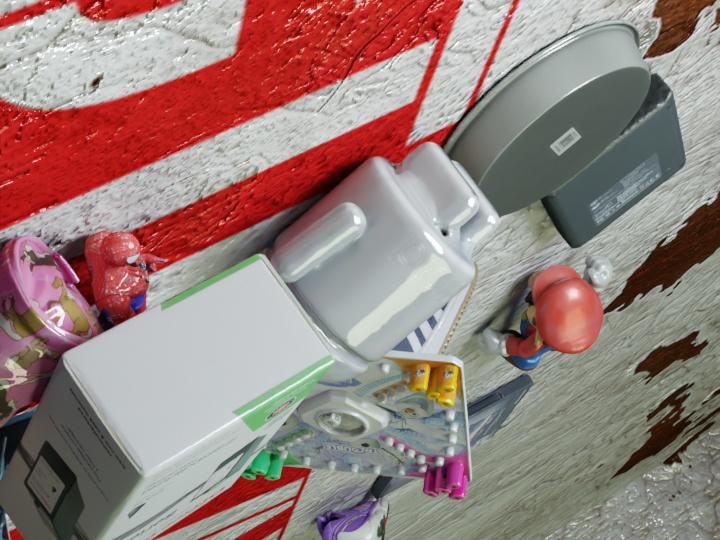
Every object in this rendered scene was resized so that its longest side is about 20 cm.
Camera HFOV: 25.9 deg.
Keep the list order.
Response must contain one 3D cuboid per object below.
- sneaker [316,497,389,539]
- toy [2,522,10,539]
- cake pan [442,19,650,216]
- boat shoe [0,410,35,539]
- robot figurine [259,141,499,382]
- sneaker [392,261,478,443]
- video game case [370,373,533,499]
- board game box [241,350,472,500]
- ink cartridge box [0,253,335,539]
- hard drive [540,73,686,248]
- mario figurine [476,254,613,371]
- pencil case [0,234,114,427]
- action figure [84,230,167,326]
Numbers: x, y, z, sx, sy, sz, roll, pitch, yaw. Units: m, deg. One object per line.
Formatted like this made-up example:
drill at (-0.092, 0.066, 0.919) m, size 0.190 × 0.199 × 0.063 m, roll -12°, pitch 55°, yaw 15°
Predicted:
sneaker at (-0.010, 0.312, 1.915) m, size 0.200 × 0.083 × 0.081 m, roll 62°, pitch 38°, yaw -82°
toy at (-0.245, 0.291, 1.215) m, size 0.047 × 0.201 × 0.115 m, roll -4°, pitch 148°, yaw -24°
cake pan at (0.146, -0.111, 1.216) m, size 0.200 × 0.037 × 0.200 m, roll -32°, pitch 160°, yaw -13°
boat shoe at (-0.283, 0.173, 1.081) m, size 0.200 × 0.069 × 0.084 m, roll -35°, pitch 161°, yaw -4°
robot figurine at (0.000, 0.000, 1.101) m, size 0.200 × 0.113 × 0.170 m, roll -40°, pitch 148°, yaw 11°
sneaker at (0.024, 0.046, 1.344) m, size 0.200 × 0.108 × 0.070 m, roll -61°, pitch 176°, yaw -37°
video game case at (0.113, 0.206, 1.937) m, size 0.200 × 0.019 × 0.143 m, roll -25°, pitch 158°, yaw -33°
board game box at (-0.015, 0.122, 1.244) m, size 0.199 × 0.026 × 0.200 m, roll 4°, pitch 146°, yaw 9°
ink cartridge box at (-0.121, 0.095, 0.936) m, size 0.146 × 0.084 × 0.200 m, roll -30°, pitch 167°, yaw -34°
hard drive at (0.226, -0.093, 1.405) m, size 0.139 × 0.033 × 0.200 m, roll -38°, pitch 161°, yaw 4°
mario figurine at (0.191, 0.037, 1.628) m, size 0.200 × 0.106 × 0.124 m, roll 114°, pitch -3°, yaw -74°
pencil case at (-0.237, 0.070, 0.901) m, size 0.200 × 0.083 × 0.086 m, roll -41°, pitch 149°, yaw 12°
action figure at (-0.143, 0.022, 0.983) m, size 0.051 × 0.066 × 0.200 m, roll -11°, pitch 159°, yaw -5°
